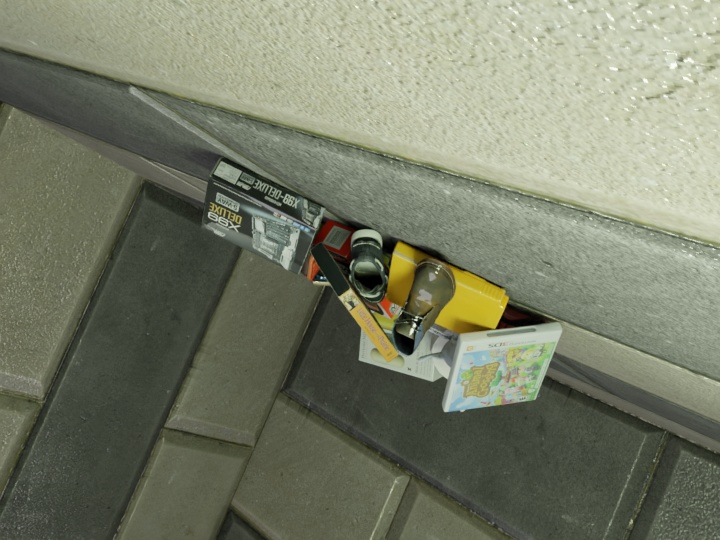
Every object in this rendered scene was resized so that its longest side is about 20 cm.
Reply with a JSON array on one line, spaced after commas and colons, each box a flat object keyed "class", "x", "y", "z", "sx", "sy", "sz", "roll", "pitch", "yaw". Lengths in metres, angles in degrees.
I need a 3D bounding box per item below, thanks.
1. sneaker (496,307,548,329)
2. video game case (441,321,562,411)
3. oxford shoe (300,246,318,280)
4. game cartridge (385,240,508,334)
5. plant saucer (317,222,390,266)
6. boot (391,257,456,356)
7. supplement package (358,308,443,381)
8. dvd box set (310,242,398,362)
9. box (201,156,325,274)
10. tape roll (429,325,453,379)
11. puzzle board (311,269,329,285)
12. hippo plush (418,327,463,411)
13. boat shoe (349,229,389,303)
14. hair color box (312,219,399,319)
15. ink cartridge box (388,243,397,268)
[{"class": "sneaker", "x": 0.268, "y": 0.106, "z": 1.434, "sx": 0.197, "sy": 0.075, "sz": 0.087, "roll": 24, "pitch": 178, "yaw": 25}, {"class": "video game case", "x": 0.240, "y": 0.170, "z": 1.342, "sx": 0.177, "sy": 0.203, "sz": 0.022, "roll": -6, "pitch": -133, "yaw": -11}, {"class": "oxford shoe", "x": -0.109, "y": -0.027, "z": 1.539, "sx": 0.072, "sy": 0.072, "sz": 0.200, "roll": 35, "pitch": 168, "yaw": -1}, {"class": "game cartridge", "x": 0.139, "y": 0.041, "z": 1.288, "sx": 0.196, "sy": 0.033, "sz": 0.177, "roll": 24, "pitch": 154, "yaw": 8}, {"class": "plant saucer", "x": -0.032, "y": -0.042, "z": 1.624, "sx": 0.197, "sy": 0.049, "sz": 0.199, "roll": 24, "pitch": 176, "yaw": 30}, {"class": "boot", "x": 0.097, "y": 0.062, "z": 1.217, "sx": 0.073, "sy": 0.098, "sz": 0.201, "roll": 23, "pitch": 155, "yaw": 10}, {"class": "supplement package", "x": 0.120, "y": 0.142, "z": 1.787, "sx": 0.196, "sy": 0.156, "sz": 0.149, "roll": 12, "pitch": -167, "yaw": 31}, {"class": "dvd box set", "x": -0.010, "y": 0.058, "z": 1.380, "sx": 0.201, "sy": 0.029, "sz": 0.147, "roll": 55, "pitch": 180, "yaw": -42}, {"class": "box", "x": -0.170, "y": -0.089, "z": 1.333, "sx": 0.196, "sy": 0.051, "sz": 0.158, "roll": 26, "pitch": 146, "yaw": -3}, {"class": "tape roll", "x": 0.244, "y": 0.161, "z": 1.610, "sx": 0.199, "sy": 0.204, "sz": 0.038, "roll": 26, "pitch": -142, "yaw": -16}, {"class": "puzzle board", "x": -0.020, "y": 0.004, "z": 1.706, "sx": 0.194, "sy": 0.018, "sz": 0.151, "roll": 3, "pitch": -162, "yaw": -14}, {"class": "hippo plush", "x": 0.222, "y": 0.166, "z": 1.477, "sx": 0.194, "sy": 0.163, "sz": 0.162, "roll": 8, "pitch": -151, "yaw": -4}, {"class": "boat shoe", "x": 0.012, "y": 0.011, "z": 1.333, "sx": 0.073, "sy": 0.062, "sz": 0.201, "roll": -3, "pitch": 148, "yaw": 10}, {"class": "hair color box", "x": 0.000, "y": 0.000, "z": 1.463, "sx": 0.100, "sy": 0.062, "sz": 0.201, "roll": 22, "pitch": 158, "yaw": 43}, {"class": "ink cartridge box", "x": 0.100, "y": 0.000, "z": 1.379, "sx": 0.098, "sy": 0.040, "sz": 0.200, "roll": 26, "pitch": 176, "yaw": 8}]
